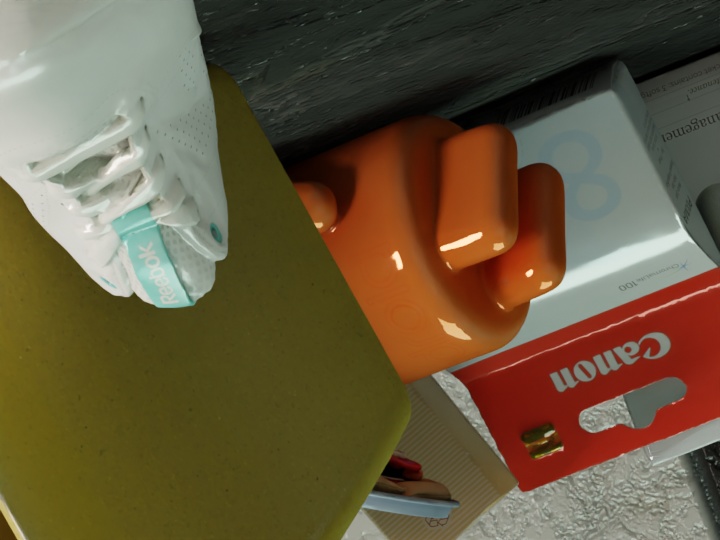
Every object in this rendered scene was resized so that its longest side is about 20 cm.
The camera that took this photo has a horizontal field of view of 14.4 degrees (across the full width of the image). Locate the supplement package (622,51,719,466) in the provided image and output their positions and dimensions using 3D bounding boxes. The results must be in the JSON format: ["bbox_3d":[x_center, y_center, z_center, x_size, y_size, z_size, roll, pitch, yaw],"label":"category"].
[{"bbox_3d":[0.217,-0.018,1.603,0.190,0.201,0.147,-22,176,7],"label":"supplement package"}]

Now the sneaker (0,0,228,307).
[{"bbox_3d":[-0.063,-0.032,0.733,0.075,0.089,0.200,-20,176,5],"label":"sneaker"}]

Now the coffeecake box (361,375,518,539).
[{"bbox_3d":[-0.006,0.063,1.520,0.073,0.154,0.200,-40,-171,-2],"label":"coffeecake box"}]

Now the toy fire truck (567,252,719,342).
[{"bbox_3d":[0.111,-0.016,1.492,0.199,0.142,0.049,-22,176,9],"label":"toy fire truck"}]

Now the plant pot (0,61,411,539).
[{"bbox_3d":[-0.105,0.043,0.905,0.176,0.201,0.200,-32,-176,-40],"label":"plant pot"}]

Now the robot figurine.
[{"bbox_3d":[-0.001,-0.001,1.317,0.199,0.117,0.144,-22,179,32],"label":"robot figurine"}]

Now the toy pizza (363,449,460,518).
[{"bbox_3d":[-0.049,0.082,1.330,0.199,0.032,0.200,11,177,1],"label":"toy pizza"}]

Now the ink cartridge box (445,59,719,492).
[{"bbox_3d":[0.102,0.013,1.438,0.159,0.201,0.047,-23,-164,21],"label":"ink cartridge box"}]
